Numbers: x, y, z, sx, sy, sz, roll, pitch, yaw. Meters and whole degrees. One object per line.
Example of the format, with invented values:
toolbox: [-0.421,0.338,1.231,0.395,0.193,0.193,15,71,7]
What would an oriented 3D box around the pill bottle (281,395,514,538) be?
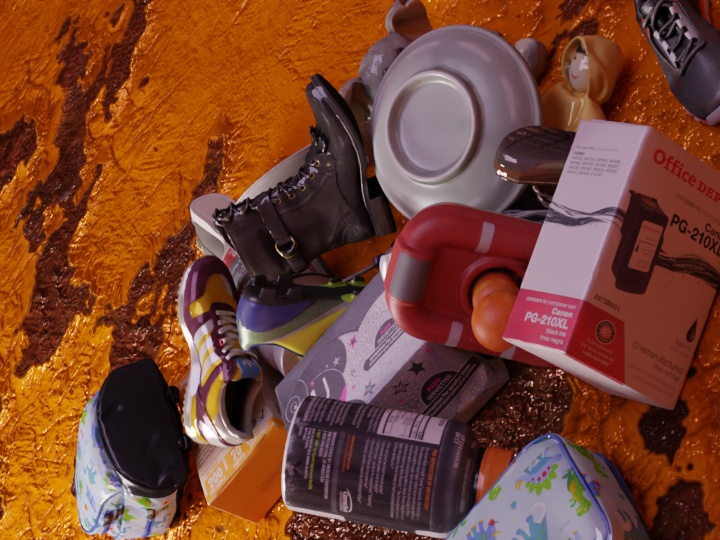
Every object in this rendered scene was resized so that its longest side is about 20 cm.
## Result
pill bottle: [0.036,0.179,1.511,0.198,0.106,0.107,9,70,12]

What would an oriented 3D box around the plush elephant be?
plush elephant: [0.069,-0.191,1.742,0.200,0.154,0.166,15,81,56]

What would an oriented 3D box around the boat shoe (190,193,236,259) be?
boat shoe: [-0.140,-0.019,2.008,0.202,0.072,0.061,45,147,44]

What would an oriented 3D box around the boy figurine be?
boy figurine: [0.190,-0.131,1.618,0.201,0.064,0.124,-59,32,14]

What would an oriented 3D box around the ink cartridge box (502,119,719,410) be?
ink cartridge box: [0.224,-0.006,1.408,0.084,0.144,0.201,11,77,53]

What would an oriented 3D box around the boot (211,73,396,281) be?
boot: [-0.070,-0.080,1.705,0.173,0.201,0.069,-21,19,5]

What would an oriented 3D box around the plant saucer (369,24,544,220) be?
plant saucer: [0.079,-0.136,1.613,0.199,0.050,0.202,0,90,36]

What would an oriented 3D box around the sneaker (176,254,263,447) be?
sneaker: [-0.138,0.083,1.767,0.090,0.075,0.202,-3,90,48]

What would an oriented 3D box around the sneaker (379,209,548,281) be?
sneaker: [0.116,-0.015,1.571,0.077,0.198,0.079,-102,7,-61]

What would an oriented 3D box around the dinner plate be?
dinner plate: [-0.050,-0.099,1.849,0.200,0.200,0.024,-38,75,34]

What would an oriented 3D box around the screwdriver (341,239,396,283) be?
screwdriver: [0.000,0.000,1.738,0.199,0.028,0.029,-26,30,-4]

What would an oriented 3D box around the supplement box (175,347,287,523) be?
supplement box: [-0.127,0.159,1.855,0.126,0.073,0.200,-51,35,18]

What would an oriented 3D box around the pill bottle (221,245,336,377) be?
pill bottle: [-0.073,0.040,1.822,0.116,0.115,0.200,-56,33,12]

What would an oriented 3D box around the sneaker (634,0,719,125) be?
sneaker: [0.283,-0.208,1.520,0.077,0.082,0.201,-47,36,24]

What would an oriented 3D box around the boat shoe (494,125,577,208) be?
boat shoe: [0.188,-0.083,1.486,0.076,0.199,0.072,33,116,39]

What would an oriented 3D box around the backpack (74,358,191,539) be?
backpack: [-0.259,0.223,1.912,0.153,0.200,0.164,-17,63,-7]

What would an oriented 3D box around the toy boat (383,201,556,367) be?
toy boat: [0.122,0.027,1.474,0.131,0.198,0.131,-90,14,-64]

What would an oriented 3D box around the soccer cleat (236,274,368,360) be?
soccer cleat: [-0.031,0.053,1.698,0.065,0.199,0.084,-127,46,-60]

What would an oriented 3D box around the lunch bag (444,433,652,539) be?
lunch bag: [0.147,0.253,1.399,0.200,0.082,0.161,-52,34,18]

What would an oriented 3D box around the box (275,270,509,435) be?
box: [0.026,0.111,1.635,0.200,0.114,0.133,-49,35,23]
